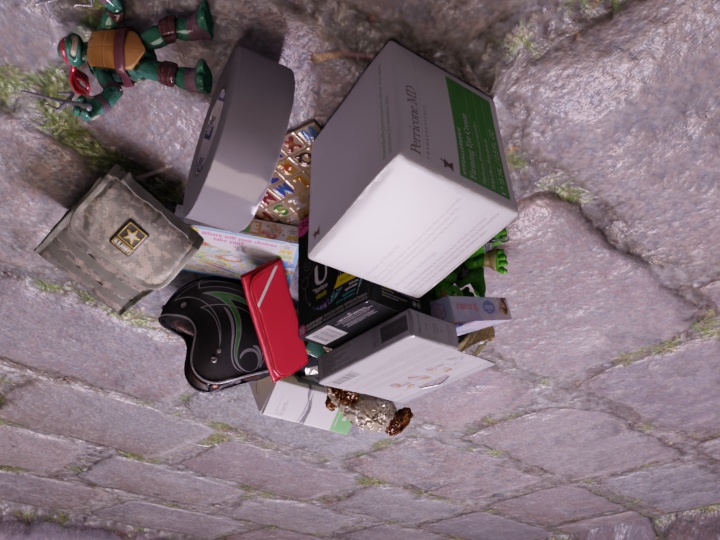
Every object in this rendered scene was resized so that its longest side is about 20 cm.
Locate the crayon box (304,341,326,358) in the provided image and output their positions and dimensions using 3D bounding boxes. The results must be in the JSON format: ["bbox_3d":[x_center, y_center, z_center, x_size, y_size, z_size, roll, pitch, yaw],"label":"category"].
[{"bbox_3d":[0.002,0.129,1.182,0.199,0.058,0.119,29,97,-20],"label":"crayon box"}]

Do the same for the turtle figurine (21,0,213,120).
[{"bbox_3d":[-0.264,-0.242,0.705,0.198,0.101,0.151,0,105,-1],"label":"turtle figurine"}]

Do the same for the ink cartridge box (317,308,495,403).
[{"bbox_3d":[0.064,0.130,0.931,0.173,0.044,0.199,20,142,-37],"label":"ink cartridge box"}]

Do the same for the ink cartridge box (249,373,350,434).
[{"bbox_3d":[-0.119,0.256,1.359,0.199,0.146,0.085,20,100,-26],"label":"ink cartridge box"}]

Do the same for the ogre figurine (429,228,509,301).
[{"bbox_3d":[0.159,0.006,1.056,0.119,0.099,0.200,-9,165,-17],"label":"ogre figurine"}]

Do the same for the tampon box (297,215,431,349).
[{"bbox_3d":[0.000,0.000,0.943,0.126,0.202,0.149,23,140,-38],"label":"tampon box"}]

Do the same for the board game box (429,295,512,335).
[{"bbox_3d":[0.112,0.088,1.038,0.198,0.042,0.199,-21,165,33],"label":"board game box"}]

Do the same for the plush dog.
[{"bbox_3d":[-0.002,0.201,1.079,0.199,0.172,0.161,32,98,-22],"label":"plush dog"}]

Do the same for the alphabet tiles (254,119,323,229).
[{"bbox_3d":[-0.099,-0.125,0.943,0.199,0.008,0.167,-20,140,27],"label":"alphabet tiles"}]

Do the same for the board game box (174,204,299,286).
[{"bbox_3d":[-0.200,-0.035,1.043,0.198,0.034,0.135,11,146,-11],"label":"board game box"}]

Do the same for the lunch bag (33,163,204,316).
[{"bbox_3d":[-0.345,-0.046,0.940,0.199,0.118,0.164,-29,119,37],"label":"lunch bag"}]

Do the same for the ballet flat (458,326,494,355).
[{"bbox_3d":[0.178,0.143,1.182,0.199,0.071,0.071,-25,161,-36],"label":"ballet flat"}]

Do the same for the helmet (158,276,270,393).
[{"bbox_3d":[-0.241,0.104,1.119,0.198,0.192,0.200,-15,168,-3],"label":"helmet"}]

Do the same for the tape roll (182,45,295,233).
[{"bbox_3d":[-0.143,-0.148,0.742,0.066,0.202,0.200,16,143,-23],"label":"tape roll"}]

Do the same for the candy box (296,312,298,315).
[{"bbox_3d":[-0.187,0.133,1.252,0.199,0.026,0.103,-26,100,34],"label":"candy box"}]

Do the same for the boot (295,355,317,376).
[{"bbox_3d":[-0.055,0.161,1.290,0.199,0.077,0.168,30,133,-25],"label":"boot"}]

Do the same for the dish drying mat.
[{"bbox_3d":[-0.136,0.084,1.054,0.018,0.076,0.202,19,129,48],"label":"dish drying mat"}]

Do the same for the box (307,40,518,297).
[{"bbox_3d":[0.053,-0.115,0.783,0.170,0.200,0.200,20,138,-25],"label":"box"}]
